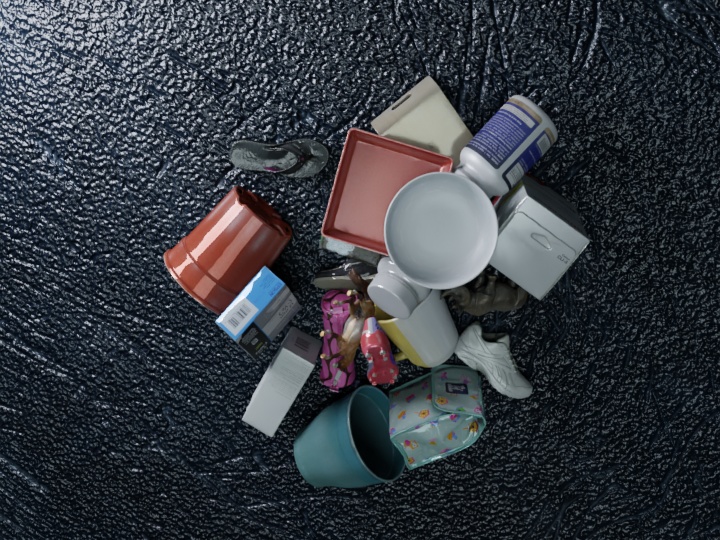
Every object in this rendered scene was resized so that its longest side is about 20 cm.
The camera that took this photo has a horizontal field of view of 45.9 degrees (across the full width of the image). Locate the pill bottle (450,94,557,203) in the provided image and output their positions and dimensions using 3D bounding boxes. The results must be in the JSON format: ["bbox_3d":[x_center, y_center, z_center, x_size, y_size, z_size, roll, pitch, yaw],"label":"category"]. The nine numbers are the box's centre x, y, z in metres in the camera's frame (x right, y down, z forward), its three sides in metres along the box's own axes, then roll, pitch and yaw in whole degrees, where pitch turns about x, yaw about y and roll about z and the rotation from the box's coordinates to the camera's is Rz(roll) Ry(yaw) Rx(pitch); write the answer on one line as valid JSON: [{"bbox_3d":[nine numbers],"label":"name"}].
[{"bbox_3d":[0.253,-0.210,1.549,0.116,0.116,0.200,44,89,-11],"label":"pill bottle"}]

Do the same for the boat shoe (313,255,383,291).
[{"bbox_3d":[0.000,0.000,1.728,0.197,0.073,0.064,-6,67,15],"label":"boat shoe"}]

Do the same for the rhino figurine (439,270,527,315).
[{"bbox_3d":[0.246,0.045,1.674,0.197,0.060,0.089,-6,110,-21],"label":"rhino figurine"}]

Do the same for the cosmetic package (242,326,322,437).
[{"bbox_3d":[-0.165,0.234,1.795,0.080,0.113,0.202,28,112,-4],"label":"cosmetic package"}]

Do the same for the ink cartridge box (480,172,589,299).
[{"bbox_3d":[0.314,-0.073,1.577,0.144,0.200,0.145,34,110,-7],"label":"ink cartridge box"}]

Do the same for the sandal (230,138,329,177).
[{"bbox_3d":[-0.159,-0.216,1.659,0.197,0.048,0.077,1,111,7],"label":"sandal"}]

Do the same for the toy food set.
[{"bbox_3d":[0.133,-0.243,1.618,0.143,0.060,0.201,-37,104,6],"label":"toy food set"}]

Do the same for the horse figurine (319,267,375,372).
[{"bbox_3d":[-0.019,0.102,1.646,0.049,0.132,0.203,22,91,33],"label":"horse figurine"}]

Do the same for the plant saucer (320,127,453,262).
[{"bbox_3d":[0.048,-0.133,1.539,0.197,0.037,0.203,16,94,1],"label":"plant saucer"}]

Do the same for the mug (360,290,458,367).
[{"bbox_3d":[0.108,0.112,1.717,0.185,0.150,0.154,-12,122,42],"label":"mug"}]

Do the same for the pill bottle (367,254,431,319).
[{"bbox_3d":[0.103,-0.016,1.615,0.114,0.114,0.201,39,67,-9],"label":"pill bottle"}]

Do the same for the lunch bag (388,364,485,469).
[{"bbox_3d":[0.162,0.288,1.744,0.198,0.171,0.123,-27,113,15],"label":"lunch bag"}]

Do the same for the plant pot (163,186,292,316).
[{"bbox_3d":[-0.247,-0.044,1.667,0.200,0.201,0.196,40,101,-9],"label":"plant pot"}]

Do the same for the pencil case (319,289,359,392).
[{"bbox_3d":[-0.044,0.144,1.744,0.089,0.094,0.203,7,118,13],"label":"pencil case"}]

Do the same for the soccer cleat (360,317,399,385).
[{"bbox_3d":[0.036,0.163,1.663,0.066,0.078,0.201,-8,151,5],"label":"soccer cleat"}]

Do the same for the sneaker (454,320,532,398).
[{"bbox_3d":[0.286,0.181,1.743,0.199,0.078,0.100,37,107,-9],"label":"sneaker"}]

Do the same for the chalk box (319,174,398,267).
[{"bbox_3d":[0.010,-0.133,1.632,0.123,0.124,0.203,18,110,0],"label":"chalk box"}]

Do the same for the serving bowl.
[{"bbox_3d":[0.139,-0.070,1.491,0.196,0.066,0.204,0,94,0],"label":"serving bowl"}]

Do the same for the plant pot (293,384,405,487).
[{"bbox_3d":[-0.033,0.367,1.795,0.186,0.200,0.201,-25,107,31],"label":"plant pot"}]

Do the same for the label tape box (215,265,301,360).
[{"bbox_3d":[-0.188,0.097,1.676,0.066,0.200,0.144,36,79,23],"label":"label tape box"}]
